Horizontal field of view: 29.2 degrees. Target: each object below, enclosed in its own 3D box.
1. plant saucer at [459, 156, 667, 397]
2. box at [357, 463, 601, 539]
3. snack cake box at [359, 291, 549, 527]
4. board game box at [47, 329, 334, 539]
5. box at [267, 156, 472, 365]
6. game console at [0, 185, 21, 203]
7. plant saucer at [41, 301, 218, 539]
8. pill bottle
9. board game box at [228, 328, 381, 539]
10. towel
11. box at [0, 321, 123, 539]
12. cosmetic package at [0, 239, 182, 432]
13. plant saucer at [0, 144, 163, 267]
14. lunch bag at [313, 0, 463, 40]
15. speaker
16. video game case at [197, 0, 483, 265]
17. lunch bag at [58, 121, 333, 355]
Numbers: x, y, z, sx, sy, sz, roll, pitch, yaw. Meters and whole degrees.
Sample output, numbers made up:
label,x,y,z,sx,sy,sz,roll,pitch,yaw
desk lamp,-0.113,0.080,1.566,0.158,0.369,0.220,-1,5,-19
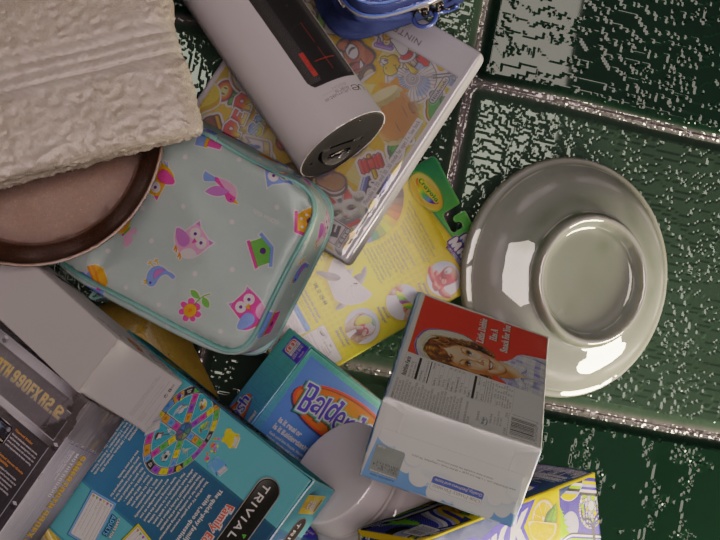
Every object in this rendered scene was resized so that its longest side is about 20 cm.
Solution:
label,x,y,z,sx,sy,sz,roll,pitch,yaw
plant saucer,0.180,0.007,1.136,0.199,0.050,0.201,-1,93,-24
box,0.091,0.198,0.999,0.199,0.064,0.070,-10,96,-44
snack cake box,0.075,0.096,1.024,0.114,0.200,0.068,18,112,3
board game box,-0.141,0.163,1.017,0.200,0.047,0.151,35,86,26
box,0.000,0.000,1.135,0.199,0.048,0.118,-29,94,-5
game console,-0.277,-0.184,1.050,0.200,0.118,0.171,-45,119,-6
plant saucer,-0.206,0.139,1.104,0.199,0.048,0.201,-27,94,-7
pill bottle,0.039,0.205,1.071,0.112,0.112,0.200,-49,125,-5
board game box,-0.060,0.169,1.096,0.152,0.045,0.200,41,86,-33
towel,-0.221,-0.134,0.990,0.199,0.034,0.133,-14,87,-5
box,-0.297,0.119,1.037,0.200,0.048,0.159,31,84,29
cosmetic package,-0.223,0.037,1.024,0.051,0.200,0.083,-53,142,-3
plant saucer,-0.243,-0.101,1.018,0.199,0.034,0.202,0,85,-2
lunch bag,0.017,-0.274,1.041,0.135,0.132,0.201,-22,87,-7
speaker,-0.066,-0.172,1.073,0.081,0.081,0.200,-32,76,-7
video game case,-0.029,-0.134,1.111,0.182,0.023,0.201,32,86,13
lunch bag,-0.134,-0.030,1.067,0.199,0.077,0.161,27,97,14
